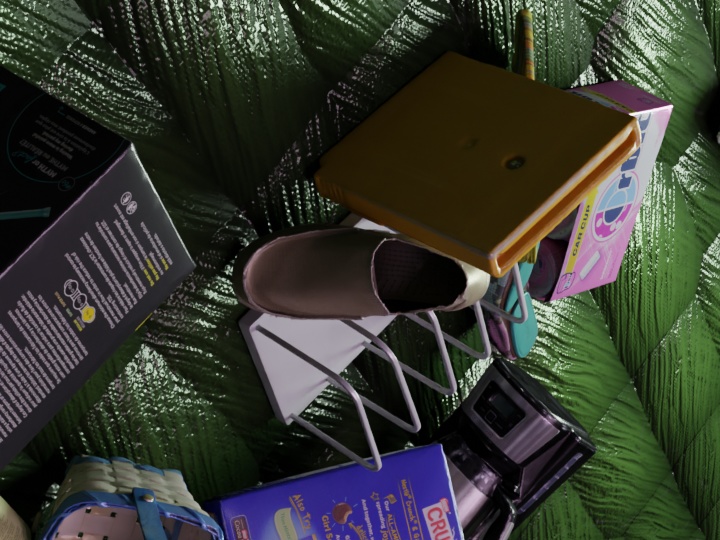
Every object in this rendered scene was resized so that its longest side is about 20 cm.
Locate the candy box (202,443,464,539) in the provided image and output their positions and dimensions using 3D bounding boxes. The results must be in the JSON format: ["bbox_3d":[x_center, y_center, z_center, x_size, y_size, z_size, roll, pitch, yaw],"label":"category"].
[{"bbox_3d":[-0.014,0.248,1.509,0.200,0.077,0.169,-12,88,-18],"label":"candy box"}]

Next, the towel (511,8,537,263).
[{"bbox_3d":[0.135,-0.111,1.485,0.086,0.018,0.200,81,9,-60],"label":"towel"}]

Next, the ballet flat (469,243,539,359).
[{"bbox_3d":[0.124,0.013,1.640,0.069,0.071,0.200,-57,160,-25],"label":"ballet flat"}]

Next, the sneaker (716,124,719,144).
[{"bbox_3d":[0.448,-0.145,1.942,0.200,0.083,0.081,24,95,-56],"label":"sneaker"}]

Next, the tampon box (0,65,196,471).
[{"bbox_3d":[-0.230,0.001,1.088,0.200,0.150,0.126,-47,145,-18],"label":"tampon box"}]

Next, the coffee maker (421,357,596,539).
[{"bbox_3d":[0.110,0.189,1.704,0.200,0.135,0.192,-45,174,4],"label":"coffee maker"}]

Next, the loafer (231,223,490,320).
[{"bbox_3d":[0.000,0.000,1.379,0.068,0.199,0.076,-50,137,-89],"label":"loafer"}]

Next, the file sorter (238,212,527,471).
[{"bbox_3d":[0.024,0.044,1.489,0.200,0.124,0.139,-44,144,-21],"label":"file sorter"}]

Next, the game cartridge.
[{"bbox_3d":[0.086,-0.087,1.394,0.176,0.200,0.032,-41,134,-25],"label":"game cartridge"}]

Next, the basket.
[{"bbox_3d":[-0.175,0.239,1.305,0.139,0.200,0.177,11,109,-22],"label":"basket"}]

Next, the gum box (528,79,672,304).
[{"bbox_3d":[0.209,-0.071,1.696,0.113,0.066,0.200,-16,128,-48],"label":"gum box"}]

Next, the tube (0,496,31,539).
[{"bbox_3d":[-0.290,0.143,1.222,0.200,0.052,0.058,59,25,-50],"label":"tube"}]
